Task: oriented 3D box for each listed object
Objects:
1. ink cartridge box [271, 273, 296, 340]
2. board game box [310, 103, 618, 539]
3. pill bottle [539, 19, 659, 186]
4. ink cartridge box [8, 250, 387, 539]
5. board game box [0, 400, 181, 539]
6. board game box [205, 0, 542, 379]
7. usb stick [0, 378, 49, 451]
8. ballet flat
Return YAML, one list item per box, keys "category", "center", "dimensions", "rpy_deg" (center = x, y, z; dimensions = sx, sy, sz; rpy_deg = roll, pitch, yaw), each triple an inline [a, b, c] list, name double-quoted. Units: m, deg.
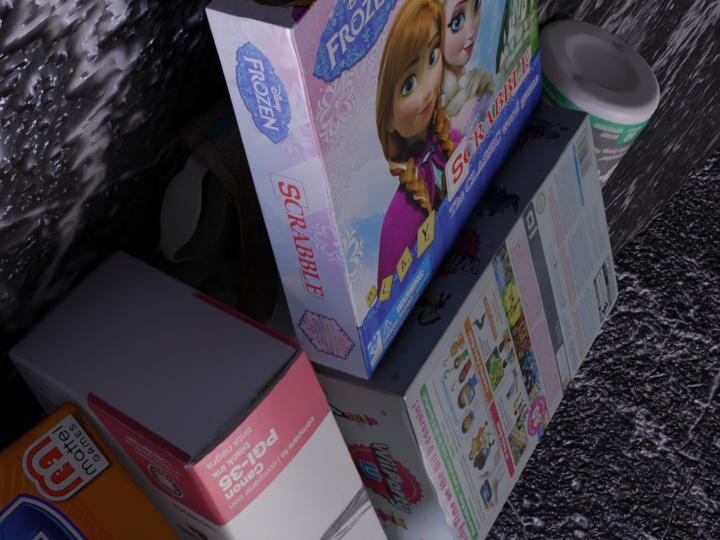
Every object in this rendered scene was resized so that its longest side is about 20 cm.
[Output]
- category: "ink cartridge box"
  center: [0.000, 0.000, 0.886]
  dimensions: [0.200, 0.083, 0.147]
  rpy_deg: [-32, 158, -56]
- category: "board game box"
  center: [0.063, 0.031, 0.734]
  dimensions: [0.201, 0.064, 0.149]
  rpy_deg: [-55, 143, -32]
- category: "pill bottle"
  center: [0.154, -0.099, 1.159]
  dimensions: [0.113, 0.113, 0.201]
  rpy_deg: [-36, 162, -46]
- category: "ink cartridge box"
  center: [-0.073, 0.106, 0.714]
  dimensions: [0.083, 0.145, 0.201]
  rpy_deg: [-45, 137, -26]
- category: "board game box"
  center: [-0.169, 0.222, 0.680]
  dimensions: [0.199, 0.200, 0.200]
  rpy_deg: [-38, 177, -25]
- category: "board game box"
  center: [0.020, -0.091, 0.616]
  dimensions: [0.201, 0.041, 0.201]
  rpy_deg: [-56, 150, -32]
- category: "usb stick"
  center: [-0.173, 0.075, 0.732]
  dimensions: [0.200, 0.033, 0.056]
  rpy_deg: [-37, 170, -44]
- category: "ballet flat"
  center: [-0.079, -0.015, 0.727]
  dimensions: [0.067, 0.068, 0.201]
  rpy_deg: [-35, 153, -32]
